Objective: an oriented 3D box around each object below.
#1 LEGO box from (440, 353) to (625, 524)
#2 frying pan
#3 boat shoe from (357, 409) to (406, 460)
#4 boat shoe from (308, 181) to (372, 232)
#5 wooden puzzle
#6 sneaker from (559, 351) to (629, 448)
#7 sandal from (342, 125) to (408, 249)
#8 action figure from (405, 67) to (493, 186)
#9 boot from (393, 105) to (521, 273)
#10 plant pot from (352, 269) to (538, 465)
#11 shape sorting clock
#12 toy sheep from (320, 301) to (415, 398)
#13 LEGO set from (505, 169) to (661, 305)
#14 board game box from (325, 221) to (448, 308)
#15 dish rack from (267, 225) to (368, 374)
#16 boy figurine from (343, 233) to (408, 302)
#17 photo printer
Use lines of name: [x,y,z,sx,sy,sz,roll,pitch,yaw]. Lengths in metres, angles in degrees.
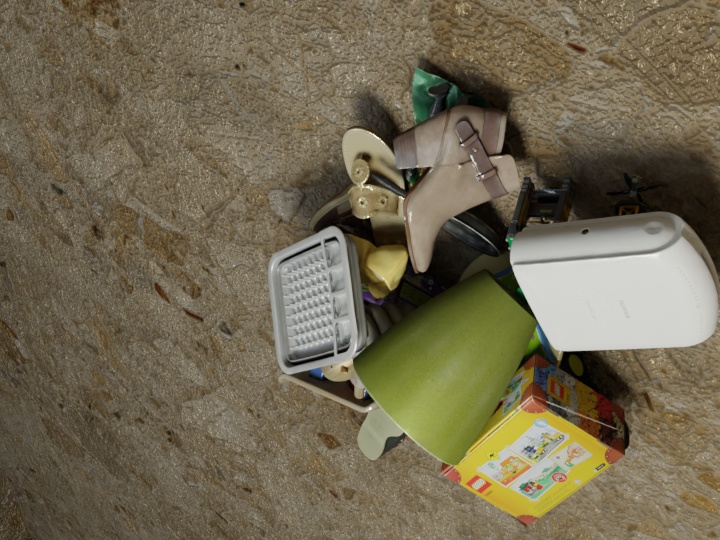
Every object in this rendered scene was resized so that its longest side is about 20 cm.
LEGO box: [0.221,0.223,1.252,0.148,0.078,0.200,32,129,-11]
frying pan: [0.105,-0.074,1.272,0.188,0.031,0.115,32,174,11]
boat shoe: [0.052,0.247,1.612,0.074,0.063,0.202,51,146,18]
boat shoe: [-0.003,-0.087,1.389,0.072,0.072,0.199,54,137,-3]
wooden puzzle: [-0.001,0.163,1.517,0.198,0.184,0.047,12,102,38]
sneaker: [0.280,0.170,1.303,0.078,0.066,0.201,-26,102,43]
sandal: [0.022,-0.083,1.285,0.076,0.070,0.214,-2,129,23]
action figure: [0.095,-0.150,1.249,0.117,0.055,0.202,36,143,18]
boot: [0.121,-0.097,1.168,0.143,0.071,0.203,-7,117,8]
plant pot: [0.122,0.103,1.212,0.187,0.200,0.187,41,-172,-7]
shape sorting clock: [0.194,0.074,1.292,0.198,0.039,0.204,14,109,48]
toy sheep: [0.037,0.108,1.366,0.138,0.197,0.140,161,90,-74]
LEGO set: [0.264,-0.041,1.139,0.197,0.117,0.154,-5,137,33]
board game box: [0.029,0.014,1.420,0.198,0.032,0.121,30,148,8]
dish rack: [-0.054,0.043,1.300,0.199,0.043,0.175,-20,75,52]
boy figurine: [0.000,0.000,1.336,0.198,0.065,0.125,1,138,52]
photo printer: [0.280,0.016,1.040,0.197,0.070,0.167,-5,136,32]
